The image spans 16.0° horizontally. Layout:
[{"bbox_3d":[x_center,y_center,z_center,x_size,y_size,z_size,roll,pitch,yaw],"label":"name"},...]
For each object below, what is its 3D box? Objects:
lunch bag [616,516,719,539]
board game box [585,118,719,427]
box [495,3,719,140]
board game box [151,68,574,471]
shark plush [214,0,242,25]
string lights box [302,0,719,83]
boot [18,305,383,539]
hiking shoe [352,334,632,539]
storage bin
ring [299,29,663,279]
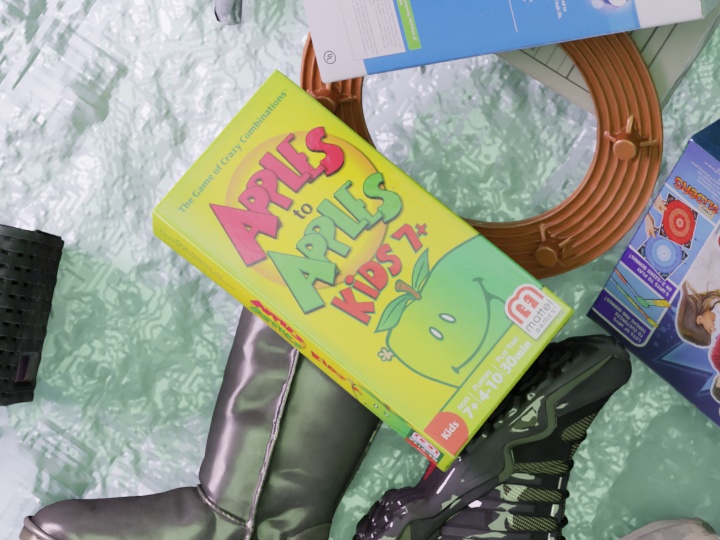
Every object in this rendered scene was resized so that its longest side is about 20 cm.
[{"bbox_3d":[0.143,0.230,1.304,0.200,0.164,0.118,-43,111,4],"label":"lunch bag"},{"bbox_3d":[0.225,0.035,1.325,0.200,0.034,0.135,41,132,16],"label":"board game box"},{"bbox_3d":[0.103,-0.186,1.336,0.200,0.109,0.128,32,127,1],"label":"box"},{"bbox_3d":[0.000,0.000,1.332,0.200,0.048,0.102,39,78,5],"label":"board game box"},{"bbox_3d":[-0.075,-0.234,1.365,0.091,0.083,0.200,20,113,3],"label":"shark plush"},{"bbox_3d":[0.069,-0.160,1.251,0.200,0.059,0.103,-7,105,23],"label":"string lights box"},{"bbox_3d":[-0.072,0.080,1.374,0.182,0.073,0.200,15,95,-12],"label":"boot"},{"bbox_3d":[0.083,0.123,1.378,0.200,0.076,0.101,-45,105,2],"label":"hiking shoe"},{"bbox_3d":[-0.266,0.006,1.346,0.200,0.135,0.094,12,89,1],"label":"storage bin"},{"bbox_3d":[0.060,-0.078,1.343,0.200,0.019,0.201,10,124,16],"label":"ring"}]
